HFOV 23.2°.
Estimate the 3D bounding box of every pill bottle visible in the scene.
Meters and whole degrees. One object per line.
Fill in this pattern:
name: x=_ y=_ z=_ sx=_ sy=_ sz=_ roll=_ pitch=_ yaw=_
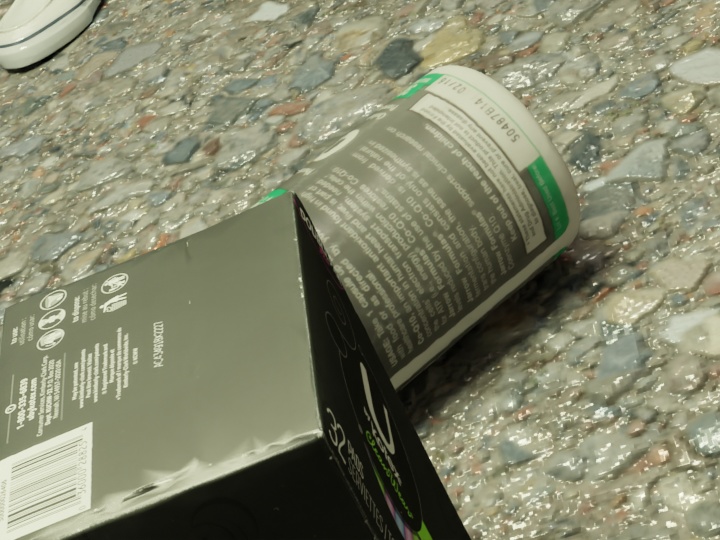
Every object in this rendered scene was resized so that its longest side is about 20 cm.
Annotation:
pill bottle: x=0.000 y=0.000 z=0.845 sx=0.200 sy=0.113 sz=0.113 roll=-39 pitch=35 yaw=-20

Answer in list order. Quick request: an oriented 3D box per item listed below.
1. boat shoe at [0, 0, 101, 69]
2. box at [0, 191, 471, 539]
boat shoe: x=-0.233 y=-0.238 z=1.374 sx=0.073 sy=0.067 sz=0.200 roll=-1 pitch=40 yaw=33
box: x=-0.035 y=0.105 z=0.642 sx=0.124 sy=0.200 sz=0.149 roll=-22 pitch=34 yaw=8
